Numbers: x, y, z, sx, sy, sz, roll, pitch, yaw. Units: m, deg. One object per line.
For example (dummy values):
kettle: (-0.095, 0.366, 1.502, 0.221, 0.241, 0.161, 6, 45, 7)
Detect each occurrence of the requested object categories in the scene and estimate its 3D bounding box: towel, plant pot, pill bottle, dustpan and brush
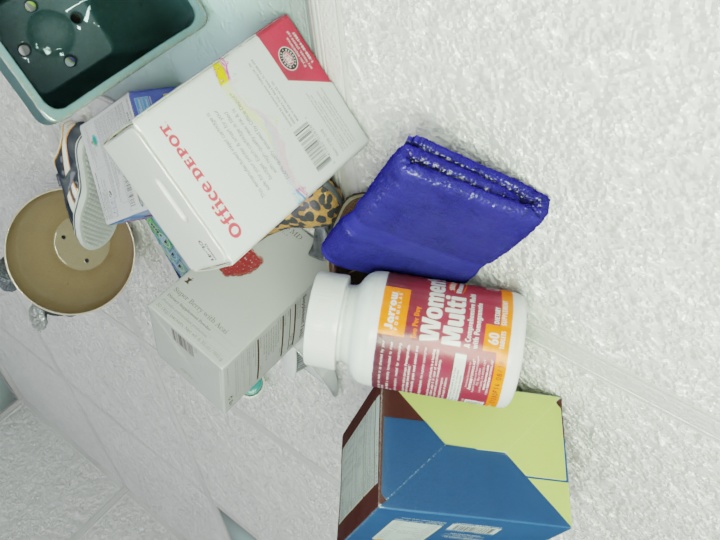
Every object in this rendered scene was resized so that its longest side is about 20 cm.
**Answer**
towel: (0.061, -0.044, 0.745, 0.146, 0.050, 0.200, 17, 154, -15)
plant pot: (-0.313, -0.271, 0.859, 0.197, 0.196, 0.199, 55, 159, -15)
pill bottle: (0.050, 0.060, 0.778, 0.197, 0.110, 0.110, 9, 142, 4)
plant pot: (-0.468, -0.039, 1.350, 0.201, 0.200, 0.134, 55, 176, -14)
dustpan and brush: (-0.095, 0.105, 1.140, 0.139, 0.057, 0.201, 34, 148, 21)

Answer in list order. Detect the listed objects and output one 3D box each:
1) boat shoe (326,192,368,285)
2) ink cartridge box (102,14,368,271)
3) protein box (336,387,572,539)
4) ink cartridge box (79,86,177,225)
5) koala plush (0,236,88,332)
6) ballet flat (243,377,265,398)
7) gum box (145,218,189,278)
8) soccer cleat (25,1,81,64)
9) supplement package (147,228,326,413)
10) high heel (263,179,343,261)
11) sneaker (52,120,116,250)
boat shoe: (-0.006, 0.001, 0.893, 0.075, 0.074, 0.204, -114, 23, -56)
ink cartridge box: (-0.110, -0.118, 0.756, 0.085, 0.200, 0.148, -9, 119, 55)
protein box: (0.090, 0.221, 0.880, 0.196, 0.136, 0.200, 9, 150, -10)
ink cartridge box: (-0.260, -0.139, 1.003, 0.199, 0.076, 0.138, -9, 97, 54)
koala plush: (-0.583, 0.030, 1.578, 0.183, 0.178, 0.200, 38, 147, -5)
ballet flat: (-0.239, 0.139, 1.373, 0.200, 0.069, 0.069, 45, 150, 2)
gum box: (-0.225, -0.056, 1.133, 0.199, 0.045, 0.171, 7, 130, 48)
soccer cleat: (-0.394, -0.327, 1.009, 0.200, 0.065, 0.084, 47, 153, 0)
supplement package: (-0.135, 0.043, 0.978, 0.121, 0.200, 0.120, 36, 149, 16)
high heel: (-0.116, -0.079, 0.900, 0.198, 0.072, 0.143, 13, 150, 2)
sneaker: (-0.413, -0.132, 1.239, 0.079, 0.078, 0.202, 31, 126, 28)
